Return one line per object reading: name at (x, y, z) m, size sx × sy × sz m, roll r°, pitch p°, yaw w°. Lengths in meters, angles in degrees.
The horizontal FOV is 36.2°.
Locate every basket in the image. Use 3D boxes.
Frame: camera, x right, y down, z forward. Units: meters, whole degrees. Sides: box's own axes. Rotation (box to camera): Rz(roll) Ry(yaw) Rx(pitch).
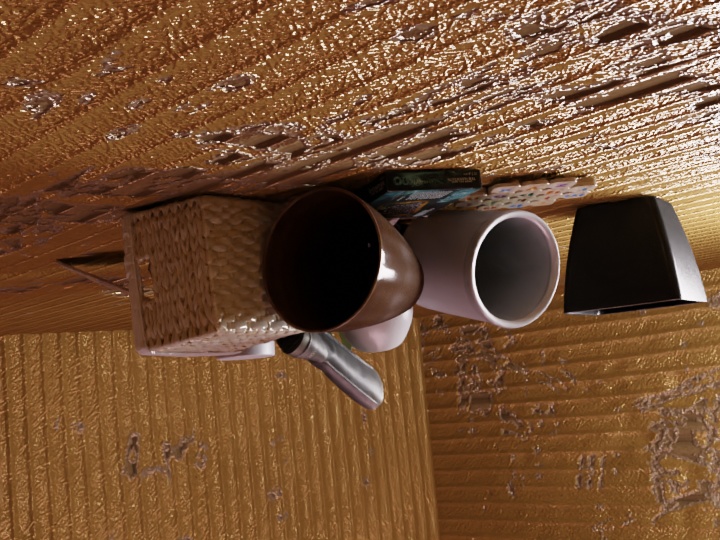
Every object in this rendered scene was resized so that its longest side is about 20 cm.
basket at (-0.197, 0.007, 1.501) m, size 0.160 × 0.201 × 0.199 m, roll -16°, pitch 168°, yaw 37°

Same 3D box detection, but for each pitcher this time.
pitcher at (-0.010, 0.018, 1.661) m, size 0.169 × 0.202 × 0.121 m, roll -6°, pitch -161°, yaw 6°

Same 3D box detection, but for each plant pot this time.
plant pot at (0.000, 0.000, 1.491) m, size 0.185 × 0.189 × 0.199 m, roll -9°, pitch 167°, yaw 31°
plant pot at (0.459, -0.024, 1.871) m, size 0.198 × 0.180 × 0.199 m, roll -8°, pitch 172°, yaw 29°

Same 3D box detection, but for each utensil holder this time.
utensil holder at (0.171, -0.011, 1.662) m, size 0.168 × 0.172 × 0.199 m, roll -1°, pitch -174°, yaw -33°

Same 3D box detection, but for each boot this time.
boot at (-0.058, 0.105, 1.640) m, size 0.073 × 0.183 × 0.199 m, roll -43°, pitch 135°, yaw 18°

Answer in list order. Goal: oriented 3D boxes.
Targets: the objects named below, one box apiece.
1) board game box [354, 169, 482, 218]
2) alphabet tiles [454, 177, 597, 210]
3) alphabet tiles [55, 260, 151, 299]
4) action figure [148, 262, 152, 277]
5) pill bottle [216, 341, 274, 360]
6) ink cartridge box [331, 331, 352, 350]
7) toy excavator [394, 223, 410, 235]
board game box at (0.064, -0.101, 1.498) m, size 0.134 × 0.029 × 0.200 m, roll -4°, pitch 173°, yaw -19°
alphabet tiles at (0.238, -0.113, 1.606) m, size 0.197 × 0.015 × 0.196 m, roll -5°, pitch 174°, yaw -1°
alphabet tiles at (-0.431, 0.028, 1.926) m, size 0.198 × 0.008 × 0.167 m, roll 22°, pitch 173°, yaw 0°
action figure at (-0.260, 0.016, 1.953) m, size 0.191 × 0.106 × 0.200 m, roll 6°, pitch 170°, yaw 6°
pill bottle at (-0.191, 0.039, 1.756) m, size 0.114 × 0.203 × 0.116 m, roll -6°, pitch 174°, yaw -1°
ink cartridge box at (-0.048, 0.052, 1.828) m, size 0.047 × 0.146 × 0.201 m, roll -4°, pitch 131°, yaw -23°
toy excavator at (0.023, -0.032, 1.882) m, size 0.199 × 0.101 × 0.193 m, roll 7°, pitch -179°, yaw 41°
